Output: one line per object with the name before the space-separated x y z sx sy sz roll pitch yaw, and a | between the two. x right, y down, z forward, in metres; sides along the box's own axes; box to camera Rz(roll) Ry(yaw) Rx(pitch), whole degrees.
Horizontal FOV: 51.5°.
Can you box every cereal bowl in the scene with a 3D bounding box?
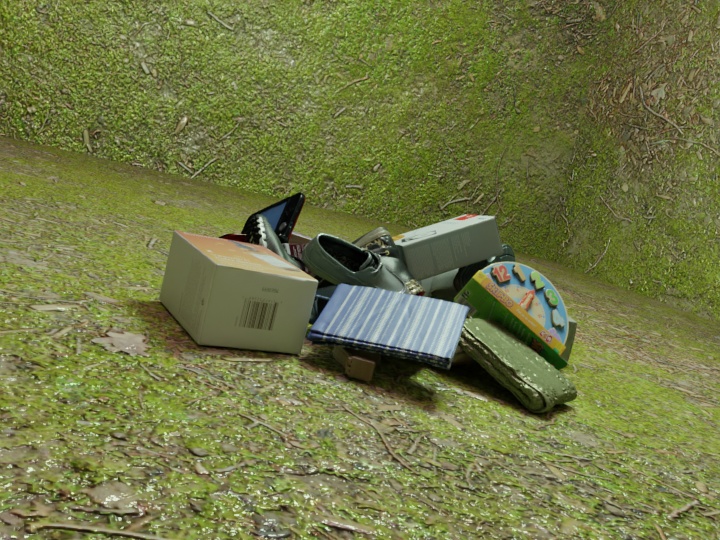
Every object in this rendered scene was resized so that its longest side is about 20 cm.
cereal bowl | 0.255 0.027 1.659 0.197 0.085 0.200 9 -13 2

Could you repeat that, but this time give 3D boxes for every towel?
towel | 0.040 0.072 1.017 0.197 0.024 0.145 10 31 14
towel | 0.223 0.135 1.115 0.199 0.037 0.148 40 21 29

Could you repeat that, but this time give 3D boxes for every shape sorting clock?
shape sorting clock | 0.283 0.074 1.334 0.197 0.202 0.039 14 -33 -7

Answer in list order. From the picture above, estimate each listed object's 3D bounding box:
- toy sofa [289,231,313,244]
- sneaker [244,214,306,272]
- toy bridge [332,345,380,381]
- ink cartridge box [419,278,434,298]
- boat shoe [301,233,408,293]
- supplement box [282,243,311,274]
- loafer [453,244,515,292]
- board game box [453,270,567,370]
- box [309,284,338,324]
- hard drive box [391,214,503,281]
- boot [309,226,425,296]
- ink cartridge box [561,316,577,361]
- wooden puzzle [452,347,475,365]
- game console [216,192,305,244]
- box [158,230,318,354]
toy sofa | -0.097 -0.024 1.540 0.197 0.099 0.083 15 8 6
sneaker | -0.138 -0.009 1.249 0.089 0.067 0.202 8 44 -33
toy bridge | -0.003 0.113 1.053 0.066 0.028 0.200 14 8 5
ink cartridge box | 0.082 0.004 1.702 0.144 0.085 0.199 21 11 38
boat shoe | 0.000 -0.001 1.252 0.199 0.071 0.072 25 -36 -13
supplement box | -0.128 -0.010 1.390 0.107 0.062 0.199 -13 -3 25
loafer | 0.243 0.005 1.516 0.062 0.073 0.199 -16 8 45
board game box | 0.245 0.091 1.210 0.200 0.030 0.096 45 -26 8
box | 0.023 0.069 1.141 0.197 0.044 0.160 13 8 22
hard drive box | 0.157 -0.046 1.480 0.197 0.078 0.156 -17 9 -13
boot | 0.005 0.031 1.343 0.151 0.199 0.073 53 -13 18
ink cartridge box | 0.313 0.103 1.470 0.144 0.087 0.200 11 10 -10
wooden puzzle | 0.122 0.119 1.224 0.198 0.038 0.184 16 8 38
game console | -0.223 -0.083 1.413 0.118 0.174 0.199 36 -32 -29
box | -0.175 0.027 1.039 0.151 0.108 0.199 9 11 -33
